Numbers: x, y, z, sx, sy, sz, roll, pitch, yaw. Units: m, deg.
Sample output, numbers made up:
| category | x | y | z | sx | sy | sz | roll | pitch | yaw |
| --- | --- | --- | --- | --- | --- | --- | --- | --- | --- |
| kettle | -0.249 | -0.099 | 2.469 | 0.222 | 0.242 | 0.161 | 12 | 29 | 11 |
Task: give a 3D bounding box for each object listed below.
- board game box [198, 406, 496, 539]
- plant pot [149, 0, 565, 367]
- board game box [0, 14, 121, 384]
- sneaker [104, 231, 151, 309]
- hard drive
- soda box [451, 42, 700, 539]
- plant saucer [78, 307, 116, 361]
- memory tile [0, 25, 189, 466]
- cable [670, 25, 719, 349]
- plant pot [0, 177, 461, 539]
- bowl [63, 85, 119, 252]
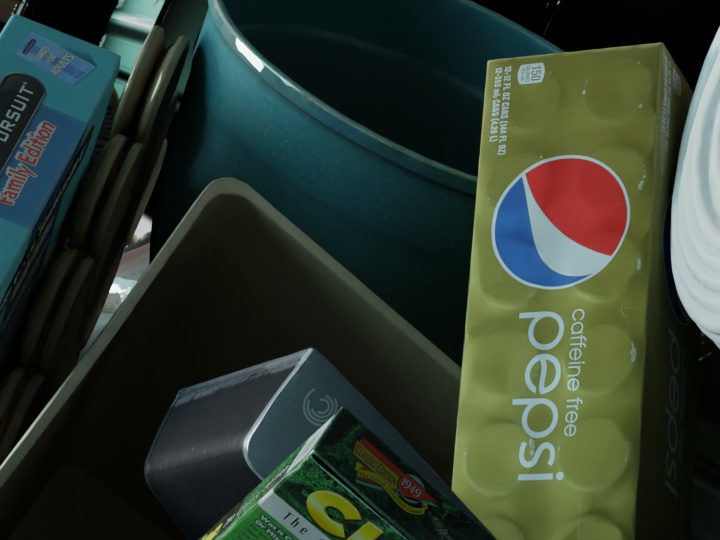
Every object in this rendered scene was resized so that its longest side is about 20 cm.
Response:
| category | x | y | z | sx | sy | sz | roll | pitch | yaw |
| --- | --- | --- | --- | --- | --- | --- | --- | --- | --- |
| board game box | 0.043 | 0.130 | 0.750 | 0.023 | 0.200 | 0.105 | -52 | 6 | -38 |
| plant pot | 0.000 | 0.000 | 1.098 | 0.200 | 0.199 | 0.189 | -100 | 31 | -63 |
| board game box | -0.153 | 0.029 | 0.987 | 0.151 | 0.047 | 0.201 | -70 | 2 | -51 |
| sneaker | -0.072 | -0.004 | 1.355 | 0.200 | 0.081 | 0.078 | -6 | -64 | -64 |
| hard drive | 0.019 | 0.114 | 0.832 | 0.042 | 0.200 | 0.135 | -45 | 10 | -22 |
| soda box | 0.077 | 0.027 | 0.916 | 0.067 | 0.064 | 0.202 | -4 | 66 | 22 |
| plant saucer | -0.074 | 0.093 | 1.179 | 0.050 | 0.200 | 0.201 | -38 | 28 | 31 |
| memory tile | -0.115 | 0.012 | 1.060 | 0.153 | 0.017 | 0.201 | 114 | 178 | -69 |
| cable | 0.167 | -0.054 | 0.843 | 0.200 | 0.069 | 0.201 | -38 | 32 | 58 |
| plant pot | -0.058 | 0.126 | 0.972 | 0.200 | 0.199 | 0.177 | -56 | 10 | -35 |
| bowl | -0.199 | -0.029 | 1.082 | 0.201 | 0.094 | 0.201 | -43 | -21 | -21 |
